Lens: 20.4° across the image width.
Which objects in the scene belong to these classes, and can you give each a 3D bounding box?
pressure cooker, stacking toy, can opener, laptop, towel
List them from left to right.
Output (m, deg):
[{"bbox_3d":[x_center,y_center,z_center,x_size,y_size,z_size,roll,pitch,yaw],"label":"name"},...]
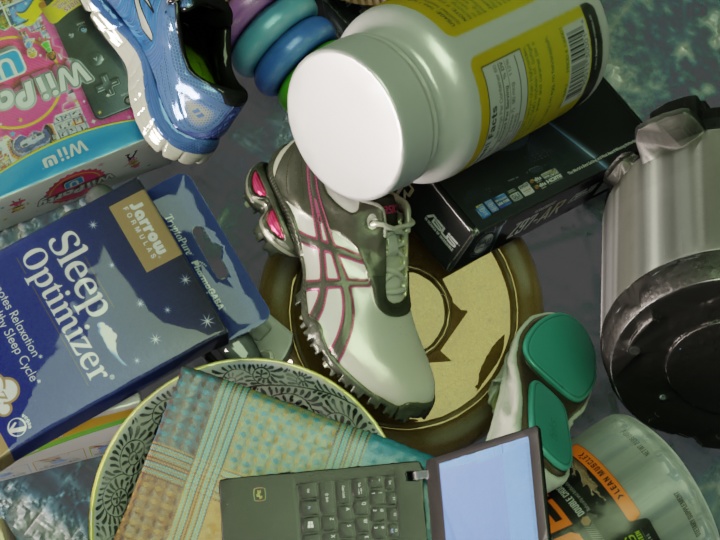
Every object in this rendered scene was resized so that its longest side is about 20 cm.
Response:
[{"bbox_3d":[-0.124,0.006,1.345,0.200,0.067,0.053,37,70,27],"label":"can opener"},{"bbox_3d":[-0.044,0.158,1.225,0.198,0.022,0.148,20,79,10],"label":"towel"},{"bbox_3d":[-0.030,-0.131,1.407,0.085,0.085,0.200,-40,82,-14],"label":"stacking toy"},{"bbox_3d":[0.013,0.192,1.147,0.198,0.103,0.179,-5,76,5],"label":"laptop"},{"bbox_3d":[0.240,-0.009,1.310,0.177,0.177,0.201,12,44,-3],"label":"pressure cooker"}]

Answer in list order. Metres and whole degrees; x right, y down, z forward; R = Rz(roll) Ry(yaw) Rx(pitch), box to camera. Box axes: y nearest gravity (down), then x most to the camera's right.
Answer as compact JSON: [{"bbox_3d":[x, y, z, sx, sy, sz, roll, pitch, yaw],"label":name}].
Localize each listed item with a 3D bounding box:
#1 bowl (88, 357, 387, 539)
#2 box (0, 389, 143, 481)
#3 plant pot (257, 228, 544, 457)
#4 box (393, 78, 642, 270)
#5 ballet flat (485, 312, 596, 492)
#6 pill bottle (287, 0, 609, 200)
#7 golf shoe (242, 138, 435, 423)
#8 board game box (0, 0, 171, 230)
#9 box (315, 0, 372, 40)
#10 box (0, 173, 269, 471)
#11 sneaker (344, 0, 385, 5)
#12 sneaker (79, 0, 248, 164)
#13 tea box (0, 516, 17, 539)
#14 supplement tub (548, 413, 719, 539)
[{"bbox_3d":[-0.069,0.162,1.286,0.199,0.094,0.203,0,79,2],"label":"bowl"},{"bbox_3d":[-0.247,0.074,1.311,0.198,0.101,0.113,-13,71,-7],"label":"box"},{"bbox_3d":[0.029,0.029,1.353,0.198,0.027,0.202,0,84,-5],"label":"plant pot"},{"bbox_3d":[0.085,-0.103,1.365,0.199,0.044,0.161,-25,69,-39],"label":"box"},{"bbox_3d":[0.106,0.089,1.288,0.069,0.200,0.070,4,115,10],"label":"ballet flat"},{"bbox_3d":[0.055,-0.123,1.246,0.199,0.114,0.114,-29,73,-41],"label":"pill bottle"},{"bbox_3d":[0.000,0.000,1.278,0.088,0.077,0.201,-37,76,30],"label":"golf shoe"},{"bbox_3d":[-0.237,-0.144,1.408,0.147,0.064,0.201,-23,75,-10],"label":"board game box"},{"bbox_3d":[0.020,-0.275,1.474,0.200,0.044,0.160,-40,77,-14],"label":"box"},{"bbox_3d":[-0.169,0.024,1.262,0.199,0.032,0.122,-29,74,-13],"label":"box"},{"bbox_3d":[0.051,-0.232,1.400,0.198,0.072,0.112,11,29,25],"label":"sneaker"},{"bbox_3d":[-0.128,-0.177,1.362,0.078,0.089,0.201,-8,66,-52],"label":"sneaker"},{"bbox_3d":[-0.274,0.285,1.220,0.195,0.134,0.201,-17,73,-7],"label":"tea box"},{"bbox_3d":[0.119,0.190,1.276,0.199,0.123,0.123,-32,75,-12],"label":"supplement tub"}]
